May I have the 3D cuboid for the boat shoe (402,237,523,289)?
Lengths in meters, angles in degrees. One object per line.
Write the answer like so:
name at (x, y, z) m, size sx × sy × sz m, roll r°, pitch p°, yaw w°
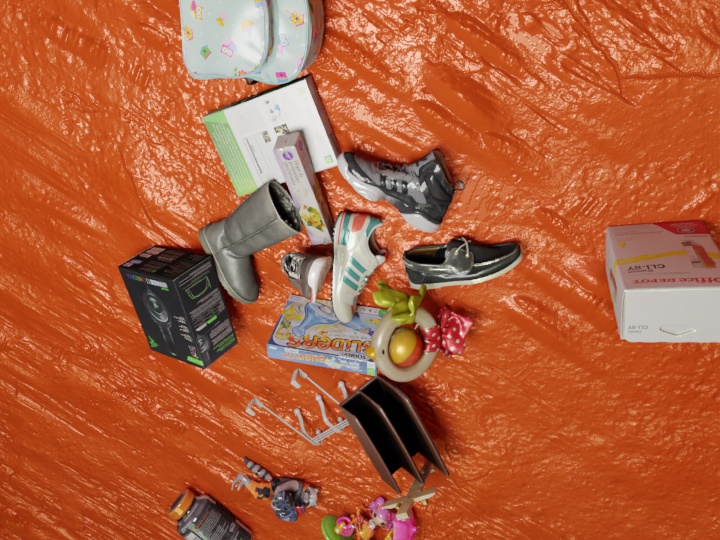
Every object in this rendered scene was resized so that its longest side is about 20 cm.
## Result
boat shoe at (0.165, -0.019, 1.042) m, size 0.197 × 0.072 × 0.068 m, roll -9°, pitch 120°, yaw 22°

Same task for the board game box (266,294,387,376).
board game box at (-0.053, 0.113, 1.137) m, size 0.196 × 0.136 × 0.035 m, roll 8°, pitch 129°, yaw 10°

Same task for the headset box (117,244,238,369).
headset box at (-0.336, 0.071, 1.182) m, size 0.172 × 0.093 × 0.203 m, roll 11°, pitch 125°, yaw 36°

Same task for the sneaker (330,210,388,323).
sneaker at (0.000, -0.001, 1.088) m, size 0.092 × 0.070 × 0.203 m, roll 4°, pitch 108°, yaw 8°

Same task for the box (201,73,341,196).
box at (-0.143, -0.216, 1.036) m, size 0.197 × 0.036 × 0.146 m, roll -13°, pitch 115°, yaw 20°

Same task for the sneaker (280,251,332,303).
sneaker at (-0.099, 0.005, 1.061) m, size 0.081 × 0.200 × 0.078 m, roll 24°, pitch 81°, yaw -5°

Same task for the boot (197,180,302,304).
boot at (-0.175, -0.043, 1.113) m, size 0.198 × 0.073 × 0.183 m, roll -22°, pitch 112°, yaw 28°

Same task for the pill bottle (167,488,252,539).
pill bottle at (-0.364, 0.612, 1.520) m, size 0.200 × 0.107 × 0.106 m, roll 45°, pitch 120°, yaw -12°

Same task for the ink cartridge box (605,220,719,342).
ink cartridge box at (0.437, 0.011, 0.911) m, size 0.143 × 0.201 × 0.085 m, roll -3°, pitch 119°, yaw 16°

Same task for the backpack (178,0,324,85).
backpack at (-0.154, -0.352, 0.897) m, size 0.196 × 0.154 × 0.179 m, roll 5°, pitch 115°, yaw 4°

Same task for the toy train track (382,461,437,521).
toy train track at (0.114, 0.432, 1.235) m, size 0.113 × 0.200 × 0.033 m, roll -25°, pitch 93°, yaw 24°

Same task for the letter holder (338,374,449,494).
letter holder at (0.067, 0.323, 1.203) m, size 0.100 × 0.142 × 0.202 m, roll -35°, pitch 111°, yaw -17°

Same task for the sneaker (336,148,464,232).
sneaker at (0.067, -0.153, 0.994) m, size 0.198 × 0.076 × 0.114 m, roll 31°, pitch 121°, yaw -11°

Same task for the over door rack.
over door rack at (-0.104, 0.266, 1.268) m, size 0.147 × 0.067 × 0.199 m, roll -35°, pitch 126°, yaw 28°

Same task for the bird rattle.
bird rattle at (0.087, 0.109, 1.075) m, size 0.200 × 0.112 × 0.164 m, roll 40°, pitch 81°, yaw -38°

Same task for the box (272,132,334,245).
box at (-0.088, -0.128, 1.036) m, size 0.038 × 0.042 × 0.202 m, roll -6°, pitch 133°, yaw 15°

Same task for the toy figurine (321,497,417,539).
toy figurine at (0.037, 0.574, 1.402) m, size 0.200 × 0.150 × 0.184 m, roll 47°, pitch 108°, yaw 14°

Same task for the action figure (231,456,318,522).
action figure at (-0.183, 0.479, 1.402) m, size 0.190 × 0.106 × 0.201 m, roll 13°, pitch 146°, yaw 2°
